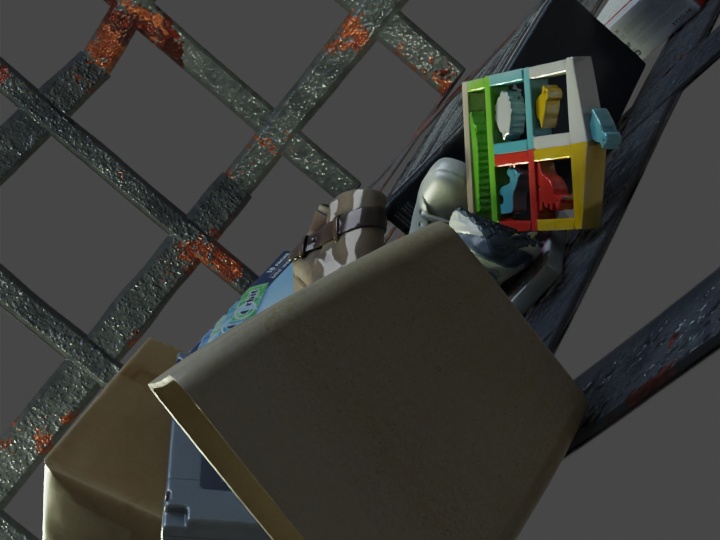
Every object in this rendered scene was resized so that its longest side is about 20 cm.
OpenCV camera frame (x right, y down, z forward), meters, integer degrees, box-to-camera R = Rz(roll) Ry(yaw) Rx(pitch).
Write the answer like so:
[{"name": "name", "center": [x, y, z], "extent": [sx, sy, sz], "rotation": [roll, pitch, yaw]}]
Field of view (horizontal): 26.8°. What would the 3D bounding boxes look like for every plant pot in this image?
[{"name": "plant pot", "center": [0.012, 0.084, 0.877], "extent": [0.177, 0.200, 0.200], "rotation": [-40, 3, -12]}]

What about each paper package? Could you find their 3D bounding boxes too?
[{"name": "paper package", "center": [-0.129, 0.173, 1.215], "extent": [0.191, 0.198, 0.104], "rotation": [-53, -21, -51]}]

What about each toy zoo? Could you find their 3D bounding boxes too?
[{"name": "toy zoo", "center": [0.142, -0.097, 1.209], "extent": [0.199, 0.020, 0.133], "rotation": [1, 95, 64]}]

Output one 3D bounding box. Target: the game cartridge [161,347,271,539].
[{"name": "game cartridge", "center": [-0.081, 0.135, 1.156], "extent": [0.201, 0.131, 0.042], "rotation": [-94, 16, -55]}]

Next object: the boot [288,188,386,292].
[{"name": "boot", "center": [0.000, 0.000, 1.364], "extent": [0.199, 0.070, 0.148], "rotation": [0, 75, 51]}]

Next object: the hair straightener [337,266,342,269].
[{"name": "hair straightener", "center": [0.014, 0.042, 1.210], "extent": [0.077, 0.041, 0.200], "rotation": [-37, 31, -8]}]

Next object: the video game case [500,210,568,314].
[{"name": "video game case", "center": [0.099, 0.043, 1.255], "extent": [0.200, 0.018, 0.143], "rotation": [-49, 6, 22]}]

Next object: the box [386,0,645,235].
[{"name": "box", "center": [0.146, -0.125, 1.425], "extent": [0.198, 0.123, 0.201], "rotation": [-46, 8, 44]}]

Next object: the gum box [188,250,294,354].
[{"name": "gum box", "center": [-0.053, 0.058, 1.491], "extent": [0.199, 0.045, 0.170], "rotation": [8, 47, 47]}]

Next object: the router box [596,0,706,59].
[{"name": "router box", "center": [0.306, -0.284, 1.557], "extent": [0.180, 0.049, 0.200], "rotation": [-54, 6, -34]}]

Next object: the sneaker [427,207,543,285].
[{"name": "sneaker", "center": [0.088, 0.008, 1.216], "extent": [0.200, 0.077, 0.087], "rotation": [146, 145, -80]}]

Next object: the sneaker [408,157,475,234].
[{"name": "sneaker", "center": [0.072, -0.007, 1.356], "extent": [0.201, 0.072, 0.085], "rotation": [95, -161, -46]}]
